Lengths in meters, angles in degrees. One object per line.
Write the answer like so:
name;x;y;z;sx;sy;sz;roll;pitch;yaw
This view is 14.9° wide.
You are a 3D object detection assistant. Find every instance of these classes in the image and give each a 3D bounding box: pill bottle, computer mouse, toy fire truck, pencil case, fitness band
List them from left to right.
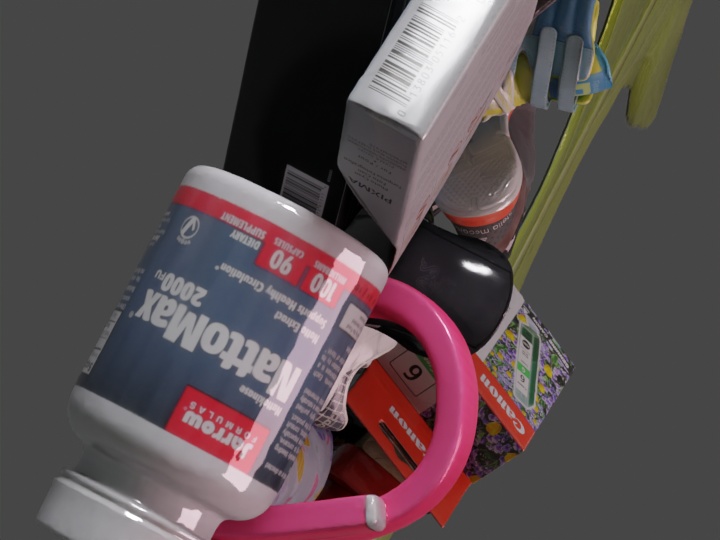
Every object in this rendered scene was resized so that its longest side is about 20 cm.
pill bottle;-0.080;0.060;1.412;0.201;0.119;0.120;-63;169;-6
pencil case;-0.076;0.118;1.652;0.090;0.084;0.200;-28;175;11
fitness band;-0.034;0.075;1.473;0.037;0.199;0.145;36;51;-63
toy fire truck;-0.030;0.182;1.814;0.200;0.129;0.176;-52;-166;-15
computer mouse;-0.012;0.020;1.560;0.046;0.199;0.141;33;84;-45

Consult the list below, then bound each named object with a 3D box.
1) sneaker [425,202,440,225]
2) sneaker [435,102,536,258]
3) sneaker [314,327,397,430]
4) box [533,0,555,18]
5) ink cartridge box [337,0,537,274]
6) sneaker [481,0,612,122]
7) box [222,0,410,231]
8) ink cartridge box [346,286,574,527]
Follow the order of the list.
sneaker;0.021;-0.017;1.805;0.200;0.082;0.071;-47;159;-58
sneaker;0.083;-0.084;1.840;0.201;0.077;0.082;-77;158;-43
sneaker;0.000;0.000;1.684;0.201;0.080;0.076;-58;-157;-20
box;0.112;-0.188;1.635;0.200;0.048;0.158;-39;-177;-24
ink cartridge box;0.040;-0.097;1.444;0.161;0.047;0.200;-59;174;-23
sneaker;0.084;-0.114;1.757;0.201;0.130;0.080;-61;169;-11
box;0.003;-0.136;1.462;0.141;0.079;0.201;-48;161;-44
ink cartridge box;0.066;0.071;1.771;0.050;0.109;0.200;-35;-173;27
